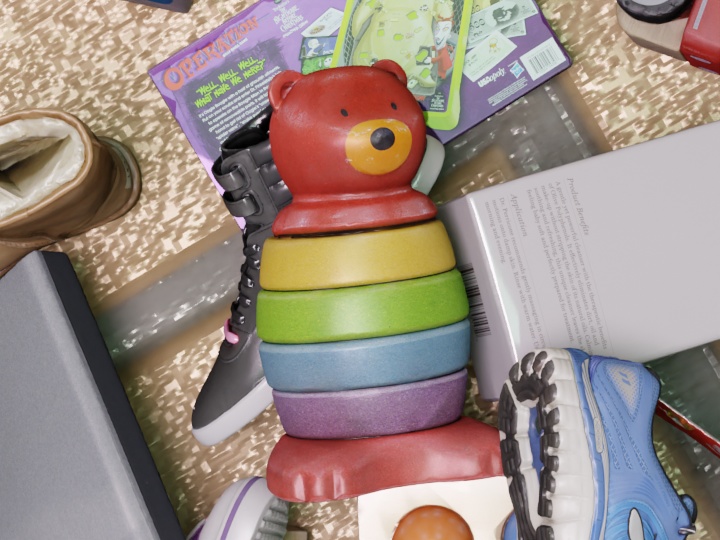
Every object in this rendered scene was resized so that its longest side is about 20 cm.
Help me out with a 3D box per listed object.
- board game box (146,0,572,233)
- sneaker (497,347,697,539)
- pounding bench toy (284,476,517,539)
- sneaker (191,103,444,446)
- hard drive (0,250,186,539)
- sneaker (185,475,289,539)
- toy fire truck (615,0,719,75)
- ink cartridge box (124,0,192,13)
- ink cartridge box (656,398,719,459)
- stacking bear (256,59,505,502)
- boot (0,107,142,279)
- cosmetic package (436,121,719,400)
[{"bbox_3d":[0.000,-0.108,1.281,0.199,0.032,0.121,-31,91,3],"label":"board game box"},{"bbox_3d":[0.119,0.136,1.104,0.088,0.078,0.202,-1,90,-23],"label":"sneaker"},{"bbox_3d":[0.030,0.162,1.217,0.198,0.156,0.125,-4,90,4],"label":"pounding bench toy"},{"bbox_3d":[-0.052,-0.010,1.237,0.099,0.071,0.201,34,96,-17],"label":"sneaker"},{"bbox_3d":[-0.166,0.111,1.234,0.139,0.033,0.201,-39,64,30],"label":"hard drive"},{"bbox_3d":[-0.116,0.170,1.242,0.114,0.073,0.201,32,119,10],"label":"sneaker"},{"bbox_3d":[0.247,-0.174,1.230,0.199,0.129,0.177,21,92,13],"label":"toy fire truck"},{"bbox_3d":[-0.184,-0.197,1.232,0.198,0.146,0.087,14,93,4],"label":"ink cartridge box"},{"bbox_3d":[0.207,0.139,1.196,0.200,0.160,0.047,38,89,7],"label":"ink cartridge box"},{"bbox_3d":[0.000,0.000,1.159,0.120,0.114,0.202,-7,94,-17],"label":"stacking bear"},{"bbox_3d":[-0.200,-0.031,1.208,0.174,0.200,0.067,-28,89,4],"label":"boot"},{"bbox_3d":[0.150,-0.011,1.212,0.198,0.085,0.109,-15,89,-13],"label":"cosmetic package"}]
